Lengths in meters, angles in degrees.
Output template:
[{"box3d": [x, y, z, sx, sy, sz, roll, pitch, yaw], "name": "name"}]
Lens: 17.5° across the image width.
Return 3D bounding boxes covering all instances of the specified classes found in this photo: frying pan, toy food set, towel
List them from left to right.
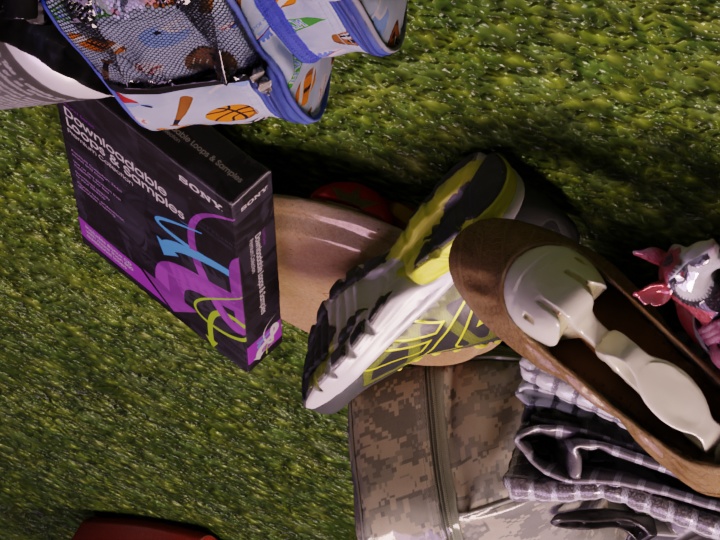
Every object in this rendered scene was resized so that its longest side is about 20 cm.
[{"box3d": [0.000, 0.000, 1.405, 0.198, 0.049, 0.200, 30, 158, -20], "name": "toy food set"}, {"box3d": [0.173, 0.091, 1.297, 0.165, 0.086, 0.200, 20, -167, 11], "name": "towel"}, {"box3d": [0.212, 0.158, 1.500, 0.115, 0.031, 0.190, -28, 158, 22], "name": "frying pan"}]

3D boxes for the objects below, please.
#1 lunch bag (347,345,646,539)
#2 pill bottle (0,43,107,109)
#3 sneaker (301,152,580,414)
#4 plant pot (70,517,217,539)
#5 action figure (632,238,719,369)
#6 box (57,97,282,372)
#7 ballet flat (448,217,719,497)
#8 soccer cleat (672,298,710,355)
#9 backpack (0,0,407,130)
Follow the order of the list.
[{"box3d": [0.094, 0.140, 1.534, 0.168, 0.140, 0.200, -9, 151, 11], "name": "lunch bag"}, {"box3d": [-0.157, -0.136, 1.130, 0.200, 0.114, 0.114, -1, 150, 46], "name": "pill bottle"}, {"box3d": [0.042, 0.024, 1.287, 0.085, 0.075, 0.200, 29, 127, -22], "name": "sneaker"}, {"box3d": [-0.216, 0.354, 2.325, 0.176, 0.200, 0.200, 21, 163, 38], "name": "plant pot"}, {"box3d": [0.231, 0.019, 1.156, 0.200, 0.134, 0.149, 16, 174, 4], "name": "action figure"}, {"box3d": [-0.110, -0.036, 1.348, 0.143, 0.036, 0.200, 37, 155, 19], "name": "box"}, {"box3d": [0.125, 0.039, 1.167, 0.200, 0.068, 0.072, 44, 177, 11], "name": "ballet flat"}, {"box3d": [0.260, 0.044, 1.254, 0.200, 0.068, 0.073, 21, -172, -16], "name": "soccer cleat"}, {"box3d": [-0.056, -0.148, 0.928, 0.154, 0.200, 0.191, 5, 160, 7], "name": "backpack"}]
